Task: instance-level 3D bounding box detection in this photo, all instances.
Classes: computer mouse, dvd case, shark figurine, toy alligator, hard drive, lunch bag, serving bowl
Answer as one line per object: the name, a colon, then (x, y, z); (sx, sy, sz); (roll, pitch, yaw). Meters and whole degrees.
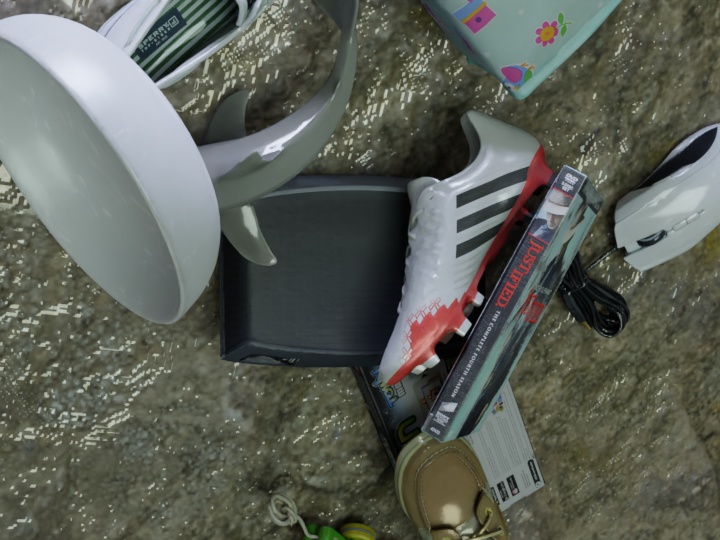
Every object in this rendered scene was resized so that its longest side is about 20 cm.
computer mouse: (0.236, -0.038, 1.092); (0.200, 0.044, 0.110); (-41, 121, -5)
dvd case: (0.111, 0.027, 0.980); (0.202, 0.022, 0.146); (-63, 166, 3)
shark figurine: (-0.056, -0.091, 0.882); (0.214, 0.090, 0.129); (-40, 88, 1)
toy alligator: (-0.019, 0.229, 1.079); (0.054, 0.060, 0.200); (-25, 130, 34)
hard drive: (0.000, 0.000, 0.972); (0.197, 0.042, 0.137); (0, 89, -23)
lunch bag: (0.114, -0.247, 0.904); (0.200, 0.122, 0.170); (-43, 121, 3)
serving bowl: (-0.147, -0.069, 0.817); (0.066, 0.199, 0.202); (-40, 123, -24)

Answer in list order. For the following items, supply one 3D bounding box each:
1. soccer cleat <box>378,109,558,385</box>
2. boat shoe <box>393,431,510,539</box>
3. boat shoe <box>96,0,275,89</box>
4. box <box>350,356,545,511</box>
soccer cleat: (0.055, -0.017, 0.942); (0.085, 0.069, 0.201); (34, 79, -3)
boat shoe: (0.082, 0.198, 1.052); (0.074, 0.066, 0.201); (-33, 132, -9)
boat shoe: (-0.082, -0.177, 0.870); (0.200, 0.067, 0.074); (-47, 122, -1)
box: (0.067, 0.112, 1.079); (0.109, 0.035, 0.202); (-28, 120, -12)
